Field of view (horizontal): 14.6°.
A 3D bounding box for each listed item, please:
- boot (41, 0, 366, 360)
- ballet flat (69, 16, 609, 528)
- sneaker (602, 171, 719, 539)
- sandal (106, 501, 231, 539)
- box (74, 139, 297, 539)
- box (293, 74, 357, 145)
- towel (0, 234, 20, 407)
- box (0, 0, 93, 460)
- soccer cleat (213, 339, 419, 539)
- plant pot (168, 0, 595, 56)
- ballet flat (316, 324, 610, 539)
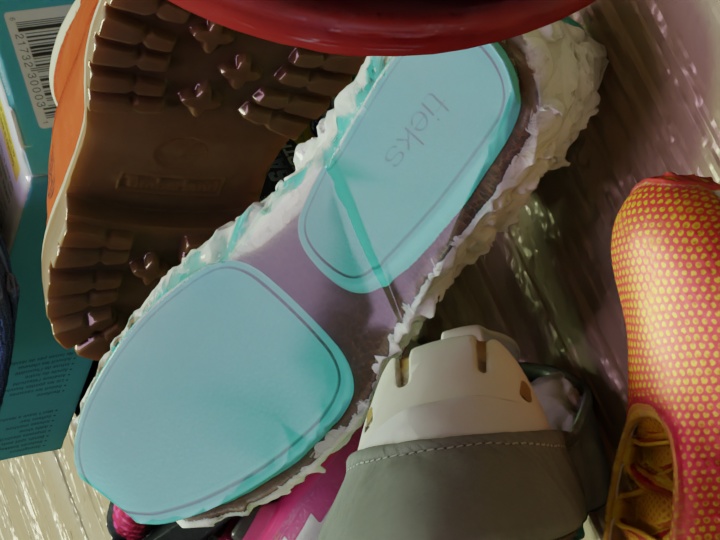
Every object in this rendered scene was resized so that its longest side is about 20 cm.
[{"bbox_3d":[-0.050,-0.075,0.795,0.200,0.075,0.108,120,152,-45],"label":"boot"},{"bbox_3d":[0.000,0.000,0.767,0.200,0.072,0.072,-46,56,31],"label":"ballet flat"},{"bbox_3d":[0.087,0.076,0.665,0.073,0.077,0.201,164,95,-68],"label":"sneaker"},{"bbox_3d":[-0.058,0.055,0.881,0.045,0.075,0.200,35,136,-6],"label":"sandal"},{"bbox_3d":[-0.060,0.006,0.992,0.158,0.051,0.200,60,151,33],"label":"box"},{"bbox_3d":[-0.012,-0.101,0.837,0.200,0.048,0.118,41,138,52],"label":"box"},{"bbox_3d":[-0.163,-0.029,0.963,0.112,0.048,0.200,108,145,-47],"label":"towel"},{"bbox_3d":[-0.121,-0.013,0.995,0.200,0.049,0.083,116,139,-55],"label":"box"},{"bbox_3d":[-0.015,0.117,0.856,0.086,0.200,0.070,33,157,-7],"label":"soccer cleat"},{"bbox_3d":[0.006,-0.159,0.580,0.183,0.200,0.201,115,137,-60],"label":"plant pot"},{"bbox_3d":[0.025,0.046,0.715,0.200,0.067,0.064,13,-111,-80],"label":"ballet flat"}]
